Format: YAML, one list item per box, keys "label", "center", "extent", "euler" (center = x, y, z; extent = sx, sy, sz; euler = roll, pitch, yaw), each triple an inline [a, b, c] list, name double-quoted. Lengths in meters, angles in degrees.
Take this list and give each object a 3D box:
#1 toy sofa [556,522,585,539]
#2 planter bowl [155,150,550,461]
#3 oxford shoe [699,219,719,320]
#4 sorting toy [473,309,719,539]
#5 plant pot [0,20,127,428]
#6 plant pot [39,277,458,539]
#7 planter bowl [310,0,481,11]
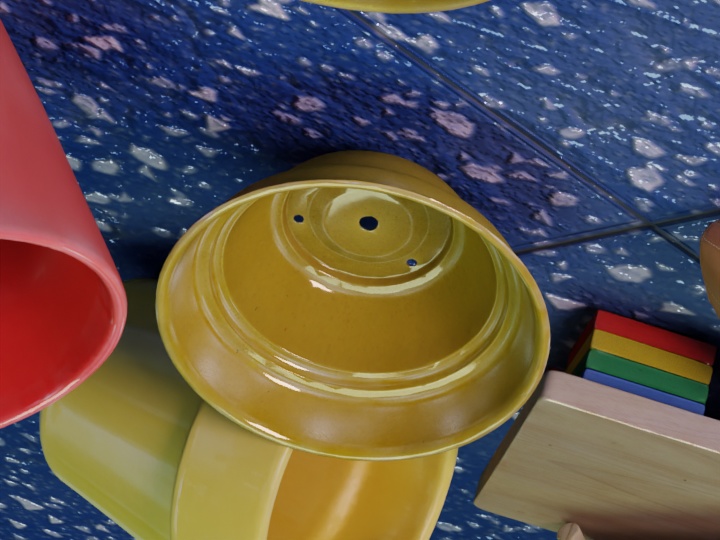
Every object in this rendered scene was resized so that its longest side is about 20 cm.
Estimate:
- label: "toy sofa"
  center: [0.203, 0.183, 1.671]
  extent: [0.199, 0.098, 0.083]
  euler: [-3, 126, 39]
- label: "planter bowl"
  center: [0.000, 0.000, 1.511]
  extent: [0.199, 0.084, 0.201]
  euler: [5, 136, 4]
- label: "oxford shoe"
  center: [0.218, 0.026, 1.509]
  extent: [0.071, 0.071, 0.200]
  euler: [36, 169, 31]
- label: "sorting toy"
  center: [0.183, 0.102, 1.671]
  extent: [0.199, 0.070, 0.199]
  euler: [17, 157, -2]
- label: "plant pot"
  center: [-0.227, -0.035, 1.439]
  extent: [0.199, 0.178, 0.201]
  euler: [-12, 149, -7]
- label: "plant pot"
  center: [-0.071, 0.093, 1.687]
  extent: [0.188, 0.201, 0.201]
  euler: [22, 162, 30]
- label: "planter bowl"
  center: [-0.013, -0.185, 1.119]
  extent: [0.199, 0.084, 0.201]
  euler: [13, 156, 6]
